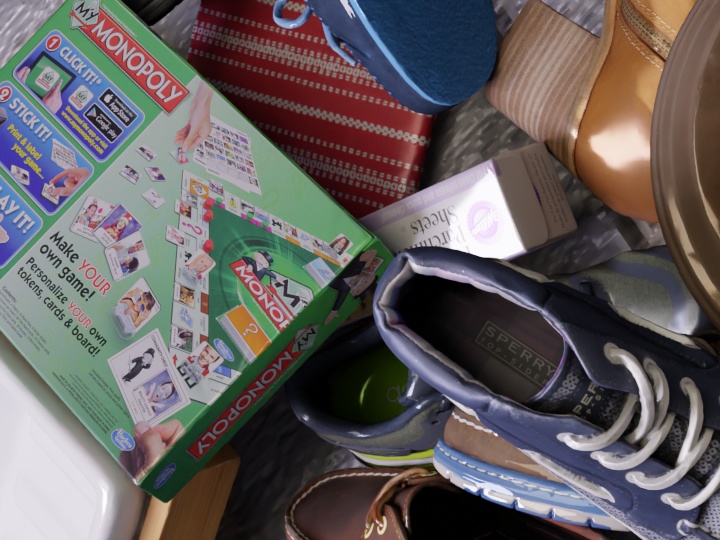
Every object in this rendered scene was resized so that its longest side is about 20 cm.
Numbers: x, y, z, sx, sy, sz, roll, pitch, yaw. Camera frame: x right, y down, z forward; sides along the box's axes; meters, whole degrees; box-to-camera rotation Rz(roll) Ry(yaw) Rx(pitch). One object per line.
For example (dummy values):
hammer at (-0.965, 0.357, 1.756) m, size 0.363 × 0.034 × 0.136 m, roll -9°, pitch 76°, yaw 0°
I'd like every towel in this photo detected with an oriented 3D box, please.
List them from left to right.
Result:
towel at (-0.021, -0.087, 0.955) m, size 0.144 × 0.022 × 0.201 m, roll 17°, pitch 95°, yaw 36°

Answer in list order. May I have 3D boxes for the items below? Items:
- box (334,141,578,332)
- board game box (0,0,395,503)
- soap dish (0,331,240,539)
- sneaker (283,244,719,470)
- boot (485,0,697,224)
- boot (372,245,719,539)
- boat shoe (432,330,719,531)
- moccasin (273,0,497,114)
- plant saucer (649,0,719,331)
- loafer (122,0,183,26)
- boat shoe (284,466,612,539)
box at (0.000, 0.000, 0.882) m, size 0.200 × 0.039 × 0.042 m, roll -22°, pitch 89°, yaw 42°
board game box at (-0.096, -0.018, 0.876) m, size 0.135 × 0.029 × 0.200 m, roll -45°, pitch 58°, yaw -2°
soap dish at (-0.138, 0.116, 0.947) m, size 0.157 × 0.081 × 0.201 m, roll 42°, pitch 127°, yaw 32°
sneaker at (0.057, 0.038, 0.846) m, size 0.199 × 0.081 × 0.074 m, roll -22°, pitch 73°, yaw 30°
boot at (0.150, -0.107, 0.804) m, size 0.155 × 0.077 × 0.200 m, roll 35°, pitch 99°, yaw 29°
boot at (0.095, 0.056, 0.708) m, size 0.199 × 0.090 × 0.073 m, roll 26°, pitch 92°, yaw 18°
boat shoe at (0.126, 0.059, 0.783) m, size 0.199 × 0.072 × 0.073 m, roll 6°, pitch 95°, yaw 13°
moccasin at (-0.014, -0.152, 0.847) m, size 0.068 × 0.080 × 0.200 m, roll -25°, pitch 95°, yaw 56°
plant saucer at (0.201, -0.046, 0.739) m, size 0.199 × 0.029 × 0.201 m, roll -2°, pitch 78°, yaw 9°
loafer at (-0.072, -0.184, 0.922) m, size 0.072 × 0.073 × 0.200 m, roll 34°, pitch 122°, yaw -9°
boat shoe at (0.038, 0.108, 0.836) m, size 0.200 × 0.070 × 0.070 m, roll 11°, pitch 52°, yaw 46°
